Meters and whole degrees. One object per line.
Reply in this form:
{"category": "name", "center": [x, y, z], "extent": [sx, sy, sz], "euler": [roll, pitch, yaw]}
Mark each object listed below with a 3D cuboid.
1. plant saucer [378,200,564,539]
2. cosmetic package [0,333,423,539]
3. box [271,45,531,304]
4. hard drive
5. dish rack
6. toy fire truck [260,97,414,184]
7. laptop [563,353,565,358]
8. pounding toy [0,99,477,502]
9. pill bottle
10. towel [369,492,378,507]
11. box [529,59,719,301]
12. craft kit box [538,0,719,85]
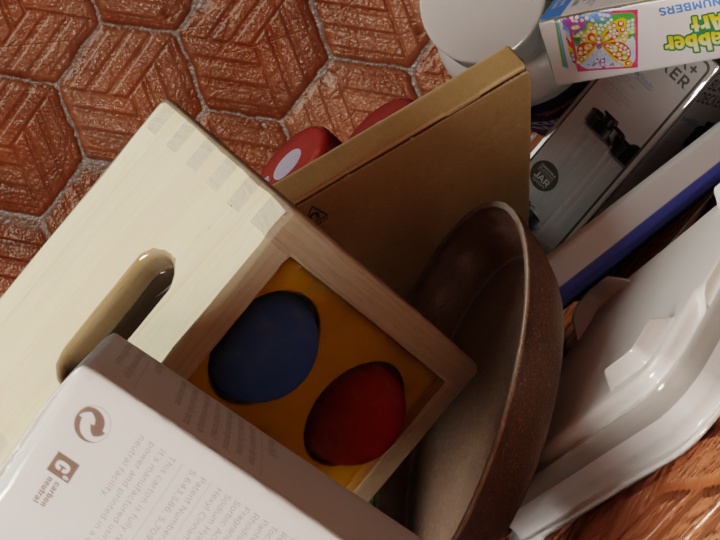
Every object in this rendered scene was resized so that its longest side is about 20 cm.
{"category": "plant saucer", "center": [0.047, 0.068, 0.762], "extent": [0.200, 0.034, 0.202], "euler": [-161, 90, -77]}
{"category": "cosmetic package", "center": [-0.028, 0.108, 0.550], "extent": [0.074, 0.199, 0.102], "euler": [-54, 4, 2]}
{"category": "box", "center": [0.002, -0.009, 0.814], "extent": [0.199, 0.021, 0.164], "euler": [-32, -31, -15]}
{"category": "hard drive", "center": [0.148, -0.024, 0.879], "extent": [0.199, 0.025, 0.132], "euler": [-36, -7, -21]}
{"category": "dish rack", "center": [0.128, 0.035, 0.736], "extent": [0.172, 0.043, 0.200], "euler": [-52, 2, -32]}
{"category": "toy fire truck", "center": [0.000, 0.000, 0.980], "extent": [0.199, 0.112, 0.169], "euler": [-13, 44, 49]}
{"category": "laptop", "center": [0.037, 0.087, 1.027], "extent": [0.178, 0.103, 0.200], "euler": [-50, 9, 9]}
{"category": "pounding toy", "center": [-0.058, 0.078, 0.679], "extent": [0.200, 0.142, 0.184], "euler": [-50, -41, 0]}
{"category": "pill bottle", "center": [0.114, -0.153, 1.037], "extent": [0.112, 0.111, 0.200], "euler": [-51, -24, 12]}
{"category": "towel", "center": [-0.046, 0.166, 0.780], "extent": [0.152, 0.023, 0.202], "euler": [-28, 48, 39]}
{"category": "box", "center": [0.166, -0.071, 1.045], "extent": [0.200, 0.060, 0.116], "euler": [-51, -23, 19]}
{"category": "craft kit box", "center": [0.222, -0.176, 0.915], "extent": [0.196, 0.049, 0.200], "euler": [-10, 25, 29]}
